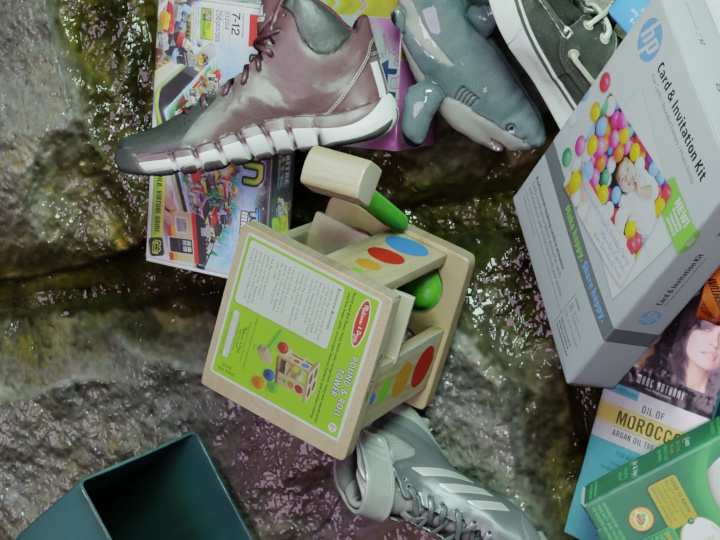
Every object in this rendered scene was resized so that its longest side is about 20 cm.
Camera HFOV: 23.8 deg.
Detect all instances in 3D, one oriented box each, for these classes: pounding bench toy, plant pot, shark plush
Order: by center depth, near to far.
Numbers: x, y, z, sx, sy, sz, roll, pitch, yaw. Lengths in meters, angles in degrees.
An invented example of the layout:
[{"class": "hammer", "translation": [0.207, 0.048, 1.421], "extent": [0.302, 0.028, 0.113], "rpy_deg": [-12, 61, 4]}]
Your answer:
[{"class": "shark plush", "translation": [0.073, -0.178, 1.172], "extent": [0.083, 0.091, 0.203], "rpy_deg": [1, 108, 35]}, {"class": "pounding bench toy", "translation": [0.000, 0.000, 1.212], "extent": [0.123, 0.156, 0.202], "rpy_deg": [25, 113, 22]}, {"class": "plant pot", "translation": [-0.204, 0.252, 1.377], "extent": [0.199, 0.141, 0.142], "rpy_deg": [-35, 80, 34]}]

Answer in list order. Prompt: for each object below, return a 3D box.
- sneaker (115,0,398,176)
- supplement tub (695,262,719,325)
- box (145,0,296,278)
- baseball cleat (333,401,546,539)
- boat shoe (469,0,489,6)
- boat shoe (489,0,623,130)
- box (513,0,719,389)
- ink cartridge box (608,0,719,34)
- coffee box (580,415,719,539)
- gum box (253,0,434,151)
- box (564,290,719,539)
[{"class": "sneaker", "translation": [-0.078, -0.134, 1.173], "extent": [0.197, 0.076, 0.117], "rpy_deg": [-11, 97, -2]}, {"class": "supplement tub", "translation": [0.313, 0.008, 1.047], "extent": [0.198, 0.123, 0.124], "rpy_deg": [14, 104, 10]}, {"class": "box", "translation": [-0.100, -0.098, 1.251], "extent": [0.109, 0.035, 0.203], "rpy_deg": [11, 105, 27]}, {"class": "baseball cleat", "translation": [0.050, 0.178, 1.245], "extent": [0.200, 0.106, 0.070], "rpy_deg": [43, 128, 22]}, {"class": "boat shoe", "translation": [0.114, -0.265, 1.166], "extent": [0.061, 0.073, 0.202], "rpy_deg": [24, 113, 19]}, {"class": "boat shoe", "translation": [0.144, -0.151, 1.135], "extent": [0.063, 0.071, 0.201], "rpy_deg": [-18, 124, 28]}, {"class": "box", "translation": [0.172, -0.047, 1.067], "extent": [0.201, 0.041, 0.157], "rpy_deg": [-56, 36, 44]}, {"class": "ink cartridge box", "translation": [0.281, -0.185, 1.080], "extent": [0.147, 0.086, 0.200], "rpy_deg": [50, 118, 13]}, {"class": "coffee box", "translation": [0.261, 0.155, 1.126], "extent": [0.199, 0.044, 0.124], "rpy_deg": [-31, 96, 14]}, {"class": "gum box", "translation": [-0.043, -0.157, 1.268], "extent": [0.198, 0.066, 0.115], "rpy_deg": [8, 102, 27]}, {"class": "box", "translation": [0.209, 0.100, 1.180], "extent": [0.082, 0.049, 0.202], "rpy_deg": [20, 107, 24]}]
